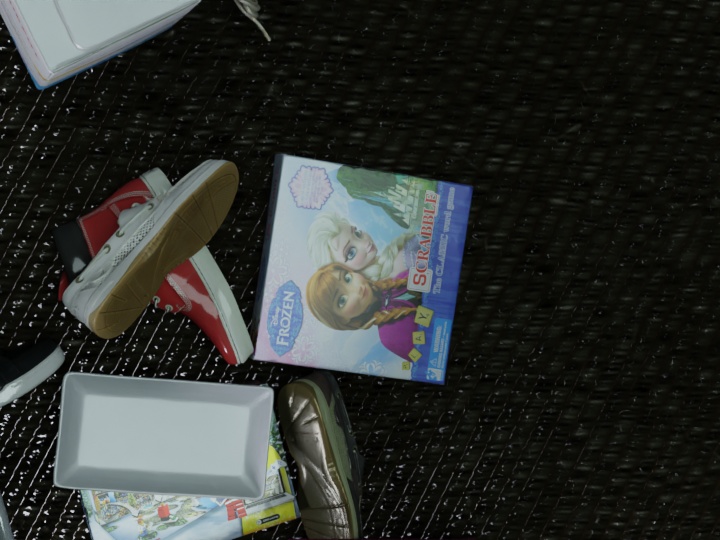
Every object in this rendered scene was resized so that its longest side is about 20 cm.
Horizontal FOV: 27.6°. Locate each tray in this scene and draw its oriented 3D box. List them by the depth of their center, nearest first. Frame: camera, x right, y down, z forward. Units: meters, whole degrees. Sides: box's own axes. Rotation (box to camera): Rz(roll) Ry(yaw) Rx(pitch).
[{"bbox_3d":[-0.183,0.154,1.367,0.198,0.022,0.109,6,91,-15],"label":"tray"}]

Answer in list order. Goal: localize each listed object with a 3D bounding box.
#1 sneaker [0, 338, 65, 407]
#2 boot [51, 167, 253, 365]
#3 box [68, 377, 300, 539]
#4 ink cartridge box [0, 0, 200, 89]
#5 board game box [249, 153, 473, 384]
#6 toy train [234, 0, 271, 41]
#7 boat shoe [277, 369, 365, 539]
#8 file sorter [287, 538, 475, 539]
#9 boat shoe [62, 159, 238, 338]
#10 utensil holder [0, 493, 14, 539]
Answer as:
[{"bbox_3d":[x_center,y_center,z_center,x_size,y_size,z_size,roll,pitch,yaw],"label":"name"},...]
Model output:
[{"bbox_3d":[-0.377,0.083,1.323,0.199,0.073,0.113,-28,101,-11],"label":"sneaker"},{"bbox_3d":[-0.199,0.025,1.372,0.144,0.072,0.201,-32,93,-11],"label":"boot"},{"bbox_3d":[-0.169,0.198,1.404,0.198,0.038,0.138,-15,96,-14],"label":"box"},{"bbox_3d":[-0.245,-0.259,1.275,0.145,0.200,0.148,-27,100,-12],"label":"ink cartridge box"},{"bbox_3d":[0.000,0.000,1.437,0.197,0.041,0.202,8,91,-15],"label":"board game box"},{"bbox_3d":[-0.120,-0.325,1.373,0.200,0.084,0.116,46,68,-13],"label":"toy train"},{"bbox_3d":[-0.025,0.194,1.427,0.066,0.071,0.203,-29,111,-45],"label":"boat shoe"},{"bbox_3d":[0.040,0.330,1.353,0.198,0.125,0.141,4,90,-22],"label":"file sorter"},{"bbox_3d":[-0.191,-0.033,1.312,0.069,0.071,0.200,30,66,28],"label":"boat shoe"},{"bbox_3d":[-0.409,0.254,1.277,0.198,0.170,0.172,-15,97,-11],"label":"utensil holder"}]
